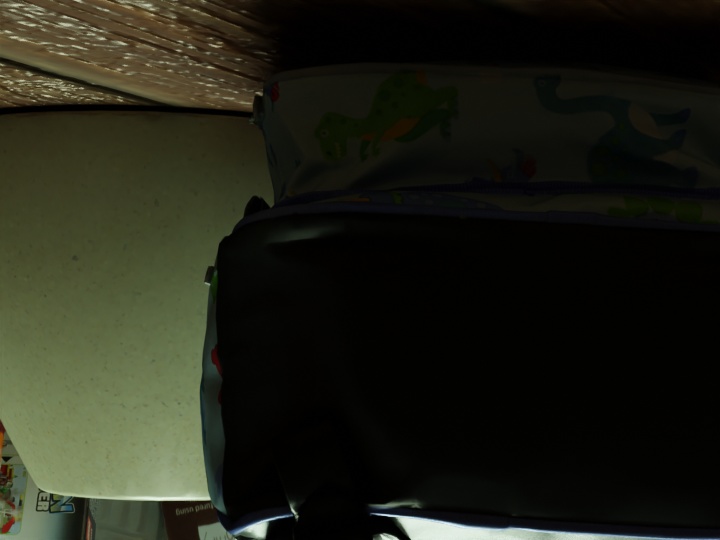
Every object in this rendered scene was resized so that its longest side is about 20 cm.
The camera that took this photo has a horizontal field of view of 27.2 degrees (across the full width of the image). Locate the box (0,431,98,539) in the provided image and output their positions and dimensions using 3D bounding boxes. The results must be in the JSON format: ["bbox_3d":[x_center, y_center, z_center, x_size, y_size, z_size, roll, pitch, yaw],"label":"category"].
[{"bbox_3d":[-0.187,0.054,0.790,0.108,0.202,0.035,2,152,0],"label":"box"}]

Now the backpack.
[{"bbox_3d":[0.041,0.016,0.461,0.180,0.149,0.200,1,173,-6],"label":"backpack"}]

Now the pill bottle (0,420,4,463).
[{"bbox_3d":[-0.221,0.058,0.693,0.112,0.203,0.114,2,164,1],"label":"pill bottle"}]

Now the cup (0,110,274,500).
[{"bbox_3d":[-0.084,0.020,0.630,0.197,0.145,0.200,2,177,0],"label":"cup"}]

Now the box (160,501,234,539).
[{"bbox_3d":[-0.005,0.136,0.941,0.164,0.167,0.199,-16,173,28],"label":"box"}]

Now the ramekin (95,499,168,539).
[{"bbox_3d":[-0.183,0.160,0.983,0.197,0.106,0.201,6,154,3],"label":"ramekin"}]
